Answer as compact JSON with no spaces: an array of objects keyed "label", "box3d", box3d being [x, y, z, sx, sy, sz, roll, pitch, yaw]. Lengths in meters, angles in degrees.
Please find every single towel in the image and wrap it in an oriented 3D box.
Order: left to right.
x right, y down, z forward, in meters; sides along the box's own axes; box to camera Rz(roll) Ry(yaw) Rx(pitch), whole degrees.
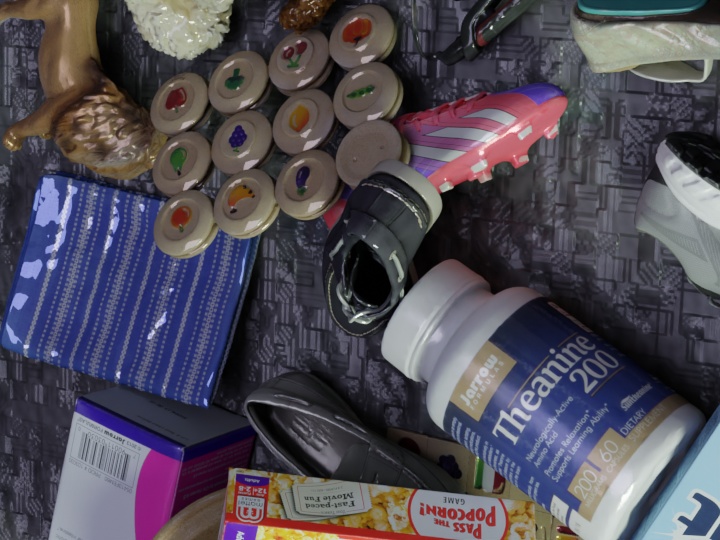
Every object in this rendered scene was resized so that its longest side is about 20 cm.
[{"label":"towel","box3d":[-0.176,0.011,1.482,0.200,0.024,0.145,14,86,29]}]

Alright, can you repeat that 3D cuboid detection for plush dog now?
[{"label":"plush dog","box3d":[-0.088,-0.247,1.356,0.172,0.160,0.200,-4,96,8]}]

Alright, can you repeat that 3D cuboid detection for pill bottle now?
[{"label":"pill bottle","box3d":[0.114,0.081,1.292,0.200,0.111,0.111,37,114,21]}]

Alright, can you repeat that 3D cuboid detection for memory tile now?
[{"label":"memory tile","box3d":[-0.060,-0.096,1.370,0.200,0.017,0.153,-18,58,23]}]

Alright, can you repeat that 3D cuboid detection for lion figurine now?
[{"label":"lion figurine","box3d":[-0.214,-0.158,1.472,0.122,0.072,0.200,-15,93,38]}]

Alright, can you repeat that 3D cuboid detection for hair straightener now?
[{"label":"hair straightener","box3d":[0.101,-0.208,1.304,0.200,0.041,0.077,-42,76,33]}]

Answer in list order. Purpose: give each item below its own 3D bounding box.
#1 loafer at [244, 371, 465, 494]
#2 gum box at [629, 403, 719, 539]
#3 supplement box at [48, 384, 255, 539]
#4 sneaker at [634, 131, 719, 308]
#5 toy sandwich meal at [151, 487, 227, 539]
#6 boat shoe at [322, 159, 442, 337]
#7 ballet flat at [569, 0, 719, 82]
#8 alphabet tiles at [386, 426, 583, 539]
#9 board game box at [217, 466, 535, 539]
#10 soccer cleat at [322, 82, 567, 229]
[{"label":"loafer","box3d":[0.000,0.145,1.387,0.200,0.070,0.070,35,114,22]},{"label":"gum box","box3d":[0.263,0.178,1.231,0.170,0.045,0.200,31,114,4]},{"label":"supplement box","box3d":[-0.163,0.195,1.481,0.101,0.103,0.200,22,107,26]},{"label":"sneaker","box3d":[0.252,-0.001,1.228,0.200,0.074,0.079,44,126,25]},{"label":"toy sandwich meal","box3d":[-0.086,0.241,1.424,0.070,0.205,0.205,-149,62,-64]},{"label":"boat shoe","box3d":[0.000,0.000,1.306,0.073,0.063,0.200,34,152,6]},{"label":"ballet flat","box3d":[0.226,-0.147,1.230,0.200,0.067,0.062,7,129,33]},{"label":"alphabet tiles","box3d":[0.083,0.222,1.395,0.167,0.008,0.200,12,104,29]},{"label":"board game box","box3d":[0.003,0.201,1.313,0.200,0.046,0.152,6,137,-5]},{"label":"soccer cleat","box3d":[0.048,-0.084,1.336,0.200,0.067,0.077,-32,77,33]}]
